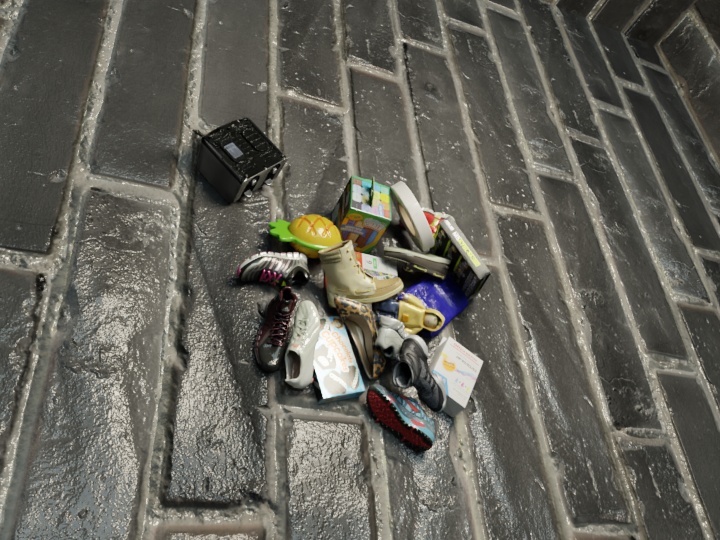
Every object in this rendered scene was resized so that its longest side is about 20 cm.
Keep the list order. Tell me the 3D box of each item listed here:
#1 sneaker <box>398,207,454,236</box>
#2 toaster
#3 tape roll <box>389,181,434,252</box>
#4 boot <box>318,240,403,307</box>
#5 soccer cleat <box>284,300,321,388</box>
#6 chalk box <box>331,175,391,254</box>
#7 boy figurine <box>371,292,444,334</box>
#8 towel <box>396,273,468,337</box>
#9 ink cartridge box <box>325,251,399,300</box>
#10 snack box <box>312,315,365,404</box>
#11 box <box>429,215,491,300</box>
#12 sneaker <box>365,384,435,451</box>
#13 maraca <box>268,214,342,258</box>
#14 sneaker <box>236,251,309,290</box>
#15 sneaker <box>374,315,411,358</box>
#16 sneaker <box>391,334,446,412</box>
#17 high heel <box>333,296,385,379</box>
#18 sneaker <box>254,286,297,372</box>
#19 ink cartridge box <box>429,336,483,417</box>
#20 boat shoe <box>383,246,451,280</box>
[{"bbox_3d":[0.208,-0.130,1.856,0.196,0.077,0.087,5,60,-25],"label":"sneaker"},{"bbox_3d":[-0.325,-0.298,1.654,0.200,0.119,0.180,45,48,7],"label":"toaster"},{"bbox_3d":[0.140,-0.148,1.710,0.037,0.203,0.205,-27,69,-3],"label":"tape roll"},{"bbox_3d":[0.000,0.000,1.555,0.195,0.159,0.073,-10,15,9],"label":"boot"},{"bbox_3d":[-0.135,0.165,1.424,0.077,0.068,0.205,26,62,-56],"label":"soccer cleat"},{"bbox_3d":[0.009,-0.163,1.685,0.121,0.201,0.127,15,51,-17],"label":"chalk box"},{"bbox_3d":[0.121,0.123,1.610,0.195,0.127,0.064,12,8,-6],"label":"boy figurine"},{"bbox_3d":[0.205,0.081,1.720,0.148,0.050,0.199,47,49,10],"label":"towel"},{"bbox_3d":[0.004,0.011,1.658,0.196,0.051,0.111,14,52,-21],"label":"ink cartridge box"},{"bbox_3d":[-0.072,0.209,1.488,0.114,0.037,0.203,-3,60,-31],"label":"snack box"},{"bbox_3d":[0.273,-0.028,1.739,0.047,0.201,0.195,-28,72,-11],"label":"box"},{"bbox_3d":[0.096,0.337,1.479,0.200,0.079,0.096,43,34,-3],"label":"sneaker"},{"bbox_3d":[-0.142,-0.092,1.615,0.196,0.109,0.138,9,23,-17],"label":"maraca"},{"bbox_3d":[-0.206,0.009,1.532,0.197,0.074,0.088,-5,54,-37],"label":"sneaker"},{"bbox_3d":[0.089,0.183,1.532,0.200,0.074,0.082,45,61,-51],"label":"sneaker"},{"bbox_3d":[0.132,0.262,1.458,0.114,0.074,0.203,-38,108,-52],"label":"sneaker"},{"bbox_3d":[-0.005,0.162,1.509,0.200,0.071,0.144,43,40,-25],"label":"high heel"},{"bbox_3d":[-0.191,0.122,1.433,0.074,0.116,0.203,15,52,-17],"label":"sneaker"},{"bbox_3d":[0.239,0.257,1.602,0.114,0.068,0.201,35,48,-2],"label":"ink cartridge box"},{"bbox_3d":[0.152,-0.020,1.695,0.197,0.072,0.062,12,97,-17],"label":"boat shoe"}]
